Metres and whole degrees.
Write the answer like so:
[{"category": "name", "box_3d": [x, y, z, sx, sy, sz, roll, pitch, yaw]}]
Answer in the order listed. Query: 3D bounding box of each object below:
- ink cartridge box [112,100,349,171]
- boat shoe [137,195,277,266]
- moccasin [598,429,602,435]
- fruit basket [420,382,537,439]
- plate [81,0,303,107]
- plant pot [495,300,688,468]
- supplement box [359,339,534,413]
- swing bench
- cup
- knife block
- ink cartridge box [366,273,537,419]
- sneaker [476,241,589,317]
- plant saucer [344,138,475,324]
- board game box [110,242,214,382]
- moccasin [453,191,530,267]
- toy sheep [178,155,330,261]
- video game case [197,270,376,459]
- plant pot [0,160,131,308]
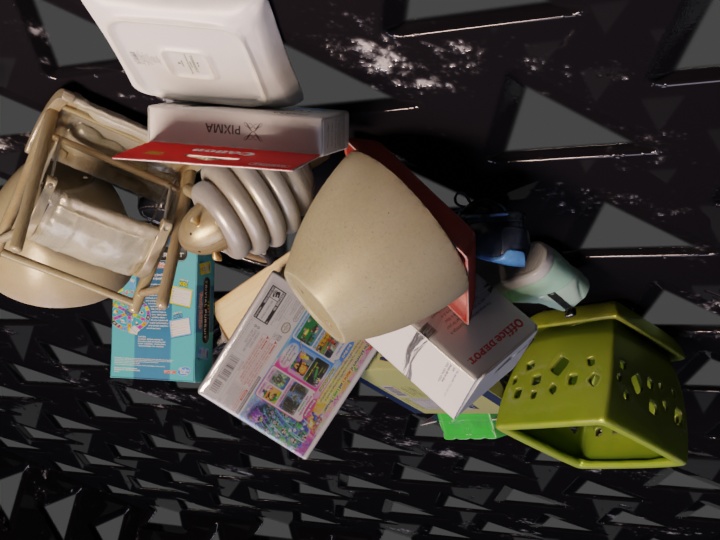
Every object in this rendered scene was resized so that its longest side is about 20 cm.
[{"category": "ink cartridge box", "box_3d": [-0.129, -0.142, 1.288, 0.196, 0.046, 0.176, 6, -166, 16]}, {"category": "boat shoe", "box_3d": [-0.202, -0.055, 1.653, 0.197, 0.061, 0.074, 15, 160, -8]}, {"category": "moccasin", "box_3d": [0.429, 0.255, 2.065, 0.072, 0.079, 0.202, 9, 159, 7]}, {"category": "fruit basket", "box_3d": [0.212, 0.186, 1.939, 0.184, 0.199, 0.095, -9, 110, 45]}, {"category": "plate", "box_3d": [-0.170, -0.219, 1.259, 0.196, 0.033, 0.200, 7, 159, 12]}, {"category": "plant pot", "box_3d": [0.327, 0.157, 1.728, 0.198, 0.184, 0.198, 27, 154, -36]}, {"category": "supplement box", "box_3d": [0.115, 0.111, 1.794, 0.197, 0.136, 0.199, -5, 154, 38]}, {"category": "swing bench", "box_3d": [-0.302, -0.078, 1.471, 0.197, 0.203, 0.129, 23, 166, -25]}, {"category": "cup", "box_3d": [0.001, -0.006, 1.370, 0.200, 0.143, 0.201, 47, 168, 13]}, {"category": "knife block", "box_3d": [-0.168, 0.059, 1.773, 0.065, 0.174, 0.200, 56, 153, 1]}, {"category": "ink cartridge box", "box_3d": [0.095, 0.062, 1.532, 0.200, 0.145, 0.085, 41, 136, 17]}, {"category": "sneaker", "box_3d": [0.200, 0.028, 1.617, 0.117, 0.075, 0.199, 30, 152, -32]}, {"category": "plant saucer", "box_3d": [0.066, -0.050, 1.426, 0.200, 0.037, 0.200, 46, 168, 21]}, {"category": "board game box", "box_3d": [-0.279, 0.053, 1.773, 0.149, 0.204, 0.047, 1, 178, 28]}, {"category": "moccasin", "box_3d": [0.147, -0.050, 1.449, 0.079, 0.069, 0.199, 7, -174, -26]}, {"category": "toy sheep", "box_3d": [-0.119, -0.085, 1.402, 0.138, 0.199, 0.138, 48, 167, 15]}, {"category": "video game case", "box_3d": [-0.097, 0.131, 1.725, 0.181, 0.202, 0.024, 32, -172, -9]}, {"category": "plant pot", "box_3d": [-0.380, -0.069, 1.585, 0.197, 0.201, 0.136, 12, 124, 0]}]
